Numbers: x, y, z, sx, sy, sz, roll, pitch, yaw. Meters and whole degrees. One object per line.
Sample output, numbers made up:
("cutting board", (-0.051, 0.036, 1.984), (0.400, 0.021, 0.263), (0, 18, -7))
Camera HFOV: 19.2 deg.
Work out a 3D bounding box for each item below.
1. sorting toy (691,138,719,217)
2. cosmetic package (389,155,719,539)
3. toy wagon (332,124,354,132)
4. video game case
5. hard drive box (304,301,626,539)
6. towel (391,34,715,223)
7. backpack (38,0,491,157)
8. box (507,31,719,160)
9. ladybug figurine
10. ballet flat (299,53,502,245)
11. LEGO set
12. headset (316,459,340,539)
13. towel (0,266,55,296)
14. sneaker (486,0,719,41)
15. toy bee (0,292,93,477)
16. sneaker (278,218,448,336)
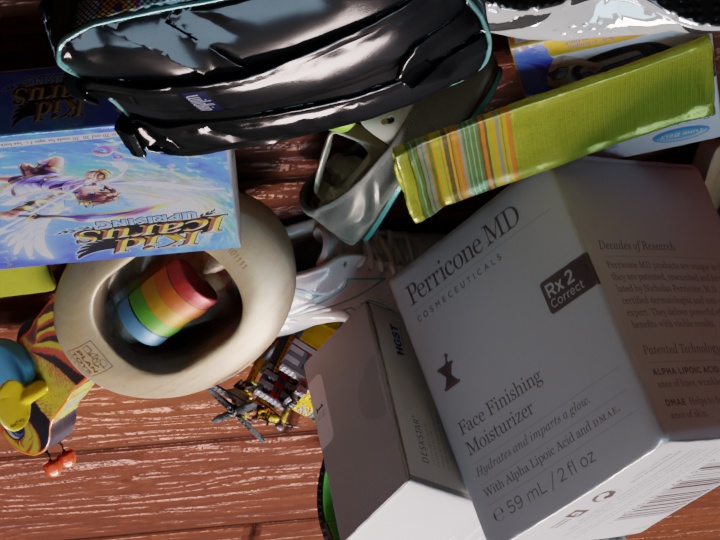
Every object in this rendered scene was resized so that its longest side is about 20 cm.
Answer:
("sorting toy", (0.301, 0.025, 1.488), (0.198, 0.201, 0.070), (8, -165, -33))
("cosmetic package", (0.154, 0.053, 1.384), (0.164, 0.201, 0.165), (0, 150, -45))
("toy wagon", (-0.031, -0.137, 1.204), (0.154, 0.040, 0.200), (12, 149, -39))
("video game case", (-0.172, -0.057, 1.237), (0.198, 0.046, 0.182), (-5, 158, -2))
("hard drive box", (0.072, 0.127, 1.454), (0.199, 0.157, 0.077), (22, 128, -33))
("towel", (0.117, -0.083, 1.269), (0.199, 0.018, 0.086), (-20, 157, 2))
("backpack", (-0.036, -0.147, 1.035), (0.198, 0.155, 0.176), (-4, 160, 15))
("box", (0.160, -0.118, 1.311), (0.118, 0.042, 0.200), (-12, 154, 8))
("ladybug figurine", (-0.123, 0.011, 1.427), (0.199, 0.072, 0.136), (-30, 109, 30))
("ballet flat", (0.016, -0.081, 1.323), (0.063, 0.068, 0.200), (30, 143, -9))
("LEGO set", (-0.021, 0.094, 1.578), (0.153, 0.116, 0.200), (37, 146, -16))
("headset", (0.032, 0.167, 1.821), (0.093, 0.124, 0.201), (5, 133, -32))
("towel", (-0.257, -0.027, 1.389), (0.085, 0.018, 0.200), (-5, 157, 0))
("sneaker", (0.138, -0.164, 1.183), (0.198, 0.074, 0.080), (2, 169, -13))
("toy bee", (-0.227, 0.088, 1.552), (0.131, 0.109, 0.200), (-35, 180, -33))
("sneaker", (0.000, 0.000, 1.487), (0.199, 0.071, 0.080), (-6, 145, -10))
